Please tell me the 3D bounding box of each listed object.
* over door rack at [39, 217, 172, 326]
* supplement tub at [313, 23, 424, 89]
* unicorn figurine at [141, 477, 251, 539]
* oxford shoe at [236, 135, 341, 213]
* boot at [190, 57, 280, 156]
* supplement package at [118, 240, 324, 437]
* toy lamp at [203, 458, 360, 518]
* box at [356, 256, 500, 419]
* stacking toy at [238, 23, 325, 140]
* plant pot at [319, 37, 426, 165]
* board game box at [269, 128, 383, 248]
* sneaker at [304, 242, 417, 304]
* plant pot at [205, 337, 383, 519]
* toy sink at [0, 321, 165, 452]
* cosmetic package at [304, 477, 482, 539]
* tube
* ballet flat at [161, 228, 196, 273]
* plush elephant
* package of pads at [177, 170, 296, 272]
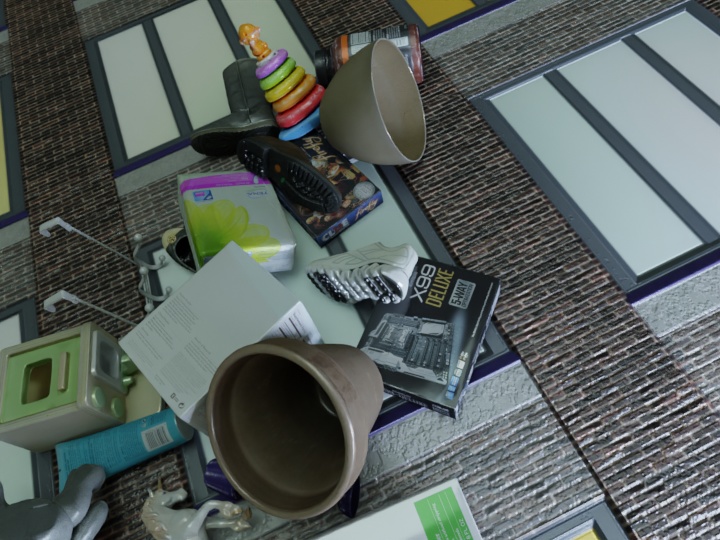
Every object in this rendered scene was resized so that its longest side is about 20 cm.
[{"bbox_3d":[-0.363,0.008,0.835,0.066,0.200,0.148,-36,56,20],"label":"over door rack"},{"bbox_3d":[0.016,-0.390,1.047,0.198,0.107,0.108,-7,59,8],"label":"supplement tub"},{"bbox_3d":[-0.199,0.333,0.684,0.136,0.074,0.201,-14,58,2],"label":"unicorn figurine"},{"bbox_3d":[-0.101,-0.168,0.919,0.200,0.073,0.084,37,42,13],"label":"oxford shoe"},{"bbox_3d":[-0.247,-0.322,1.079,0.180,0.073,0.201,-12,64,-12],"label":"boot"},{"bbox_3d":[-0.180,0.102,0.770,0.151,0.151,0.200,38,73,28],"label":"supplement package"},{"bbox_3d":[-0.102,0.271,0.712,0.198,0.058,0.059,2,60,12],"label":"toy lamp"},{"bbox_3d":[0.093,0.084,0.787,0.157,0.050,0.201,17,65,21],"label":"box"},{"bbox_3d":[-0.144,-0.343,0.984,0.116,0.200,0.110,-25,32,25],"label":"stacking toy"},{"bbox_3d":[0.010,-0.266,0.940,0.134,0.200,0.202,-10,56,29],"label":"plant pot"},{"bbox_3d":[-0.074,-0.147,0.963,0.135,0.035,0.200,-37,60,-11],"label":"board game box"},{"bbox_3d":[0.000,0.000,0.817,0.199,0.075,0.081,1,48,43],"label":"sneaker"},{"bbox_3d":[-0.056,0.163,0.680,0.199,0.174,0.202,6,102,28],"label":"plant pot"},{"bbox_3d":[-0.399,0.161,0.801,0.198,0.112,0.131,-15,59,2],"label":"toy sink"},{"bbox_3d":[0.036,0.323,0.632,0.199,0.085,0.108,-23,70,-4],"label":"cosmetic package"},{"bbox_3d":[-0.334,0.247,0.779,0.199,0.050,0.078,-22,62,3],"label":"tube"},{"bbox_3d":[-0.254,-0.021,0.908,0.199,0.057,0.067,29,86,25],"label":"ballet flat"},{"bbox_3d":[-0.388,0.356,0.673,0.164,0.156,0.200,-2,20,-30],"label":"plush elephant"},{"bbox_3d":[-0.197,-0.078,0.892,0.153,0.068,0.201,-7,49,-24],"label":"package of pads"}]
